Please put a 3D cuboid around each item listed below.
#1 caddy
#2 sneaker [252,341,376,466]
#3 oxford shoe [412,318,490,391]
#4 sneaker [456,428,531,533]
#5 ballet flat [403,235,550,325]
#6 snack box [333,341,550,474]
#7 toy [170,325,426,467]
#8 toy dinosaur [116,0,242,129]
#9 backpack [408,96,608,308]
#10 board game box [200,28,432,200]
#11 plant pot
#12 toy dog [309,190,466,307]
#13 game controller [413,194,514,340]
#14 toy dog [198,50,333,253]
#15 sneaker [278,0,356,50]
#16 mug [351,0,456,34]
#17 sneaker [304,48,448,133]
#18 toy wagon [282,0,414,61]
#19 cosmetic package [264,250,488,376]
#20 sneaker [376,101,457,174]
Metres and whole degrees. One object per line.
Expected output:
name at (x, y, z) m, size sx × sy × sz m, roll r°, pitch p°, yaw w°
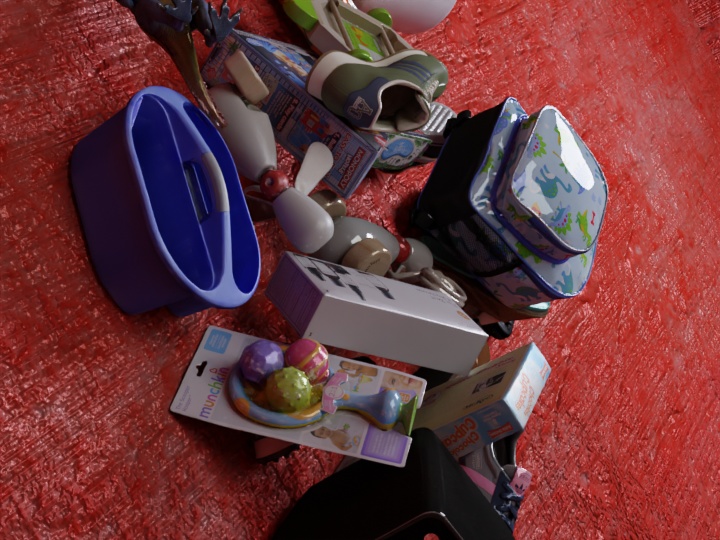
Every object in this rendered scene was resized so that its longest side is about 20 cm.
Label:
caddy at (-0.155, -0.054, 1.232) m, size 0.141 × 0.105 × 0.201 m, roll 6°, pitch 63°, yaw -59°
sneaker at (-0.046, 0.099, 1.331) m, size 0.200 × 0.066 × 0.091 m, roll -30°, pitch 95°, yaw -57°
oxford shoe at (0.105, 0.117, 1.572) m, size 0.072 × 0.071 × 0.200 m, roll 64°, pitch 27°, yaw -8°
sneaker at (0.138, 0.241, 1.513) m, size 0.070 × 0.082 × 0.201 m, roll 35°, pitch 40°, yaw -42°
ballet flat at (0.121, 0.024, 1.653) m, size 0.199 × 0.072 × 0.068 m, roll 21°, pitch 33°, yaw -33°
snack box at (0.075, 0.142, 1.362) m, size 0.037 × 0.199 × 0.116 m, roll 56°, pitch 30°, yaw -10°
toy at (-0.046, 0.092, 1.231) m, size 0.198 × 0.047 × 0.115 m, roll 16°, pitch 37°, yaw 3°
toy dinosaur at (-0.198, -0.237, 1.302) m, size 0.104 × 0.181 × 0.202 m, roll -3°, pitch 102°, yaw -41°
backpack at (0.179, -0.064, 1.587) m, size 0.200 × 0.146 × 0.184 m, roll 47°, pitch 49°, yaw -29°
board game box at (-0.028, -0.147, 1.465) m, size 0.199 × 0.062 × 0.200 m, roll 6°, pitch 35°, yaw -53°
plant pot at (0.038, 0.255, 1.238) m, size 0.200 × 0.199 × 0.178 m, roll 52°, pitch 20°, yaw -21°
toy dog at (0.000, 0.000, 1.462) m, size 0.199 × 0.096 × 0.132 m, roll 31°, pitch 18°, yaw -41°
game controller at (0.127, -0.014, 1.739) m, size 0.201 × 0.042 × 0.104 m, roll 58°, pitch 29°, yaw -12°
toy dog at (-0.094, -0.100, 1.368) m, size 0.096 × 0.131 × 0.202 m, roll 31°, pitch 44°, yaw -76°
sneaker at (-0.043, -0.287, 1.638) m, size 0.200 × 0.073 × 0.078 m, roll 43°, pitch 33°, yaw -34°
mug at (0.006, -0.365, 1.755) m, size 0.153 × 0.186 × 0.151 m, roll -6°, pitch 105°, yaw -51°
sneaker at (0.038, -0.165, 1.421) m, size 0.090 × 0.067 × 0.199 m, roll 41°, pitch 28°, yaw 27°
toy wagon at (-0.012, -0.247, 1.552) m, size 0.199 × 0.040 × 0.156 m, roll 22°, pitch 29°, yaw -31°
cosmetic package at (0.017, 0.040, 1.341) m, size 0.199 × 0.051 × 0.083 m, roll 15°, pitch 22°, yaw -38°
sneaker at (0.013, -0.153, 1.635) m, size 0.199 × 0.080 × 0.079 m, roll 10°, pitch 49°, yaw -27°
